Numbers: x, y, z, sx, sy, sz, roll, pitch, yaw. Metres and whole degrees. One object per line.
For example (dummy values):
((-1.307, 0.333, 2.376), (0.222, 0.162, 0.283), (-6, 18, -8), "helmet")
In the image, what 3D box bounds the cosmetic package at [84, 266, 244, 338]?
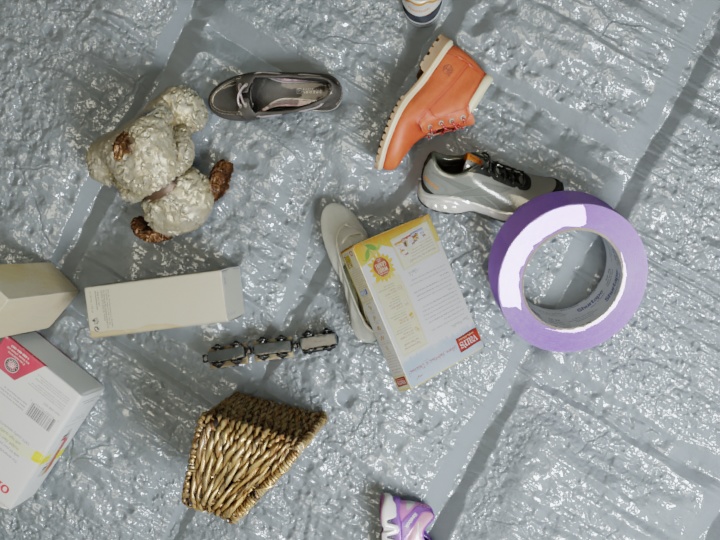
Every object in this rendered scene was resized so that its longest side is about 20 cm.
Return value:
((-0.271, 0.043, 1.139), (0.195, 0.104, 0.075), (-6, 92, 7), "cosmetic package")

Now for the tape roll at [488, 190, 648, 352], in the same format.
((0.270, 0.002, 1.068), (0.195, 0.066, 0.205), (-1, 109, -3), "tape roll")

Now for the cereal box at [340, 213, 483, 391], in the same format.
((0.072, 0.041, 1.097), (0.142, 0.039, 0.204), (-22, 89, -34), "cereal box")

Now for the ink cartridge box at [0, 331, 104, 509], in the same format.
((-0.491, 0.213, 1.175), (0.144, 0.083, 0.202), (36, 95, 4), "ink cartridge box")

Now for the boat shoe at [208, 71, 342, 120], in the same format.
((-0.123, -0.249, 1.138), (0.195, 0.057, 0.069), (-2, 91, 6), "boat shoe")

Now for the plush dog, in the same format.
((-0.272, -0.130, 1.126), (0.198, 0.161, 0.173), (-33, 115, 7), "plush dog")

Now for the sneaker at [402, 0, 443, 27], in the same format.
((0.097, -0.442, 1.100), (0.077, 0.079, 0.205), (6, 91, 6), "sneaker")

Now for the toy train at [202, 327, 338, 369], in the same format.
((-0.127, 0.112, 1.155), (0.195, 0.046, 0.035), (-9, 79, 3), "toy train")

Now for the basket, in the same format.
((-0.136, 0.258, 1.081), (0.146, 0.200, 0.146), (13, 92, 5), "basket")

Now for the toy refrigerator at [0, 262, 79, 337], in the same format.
((-0.473, 0.037, 1.110), (0.070, 0.200, 0.076), (43, 96, 4), "toy refrigerator")

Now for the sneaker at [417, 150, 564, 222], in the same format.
((0.175, -0.117, 1.089), (0.195, 0.075, 0.081), (5, 130, 5), "sneaker")

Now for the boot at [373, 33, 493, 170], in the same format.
((0.098, -0.208, 1.111), (0.106, 0.075, 0.202), (34, 93, -1), "boot")

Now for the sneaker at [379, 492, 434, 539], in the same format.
((0.071, 0.412, 1.129), (0.086, 0.080, 0.205), (-1, 90, -2), "sneaker")

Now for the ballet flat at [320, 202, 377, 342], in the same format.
((0.000, 0.000, 1.124), (0.068, 0.069, 0.204), (-15, 91, 6), "ballet flat")
